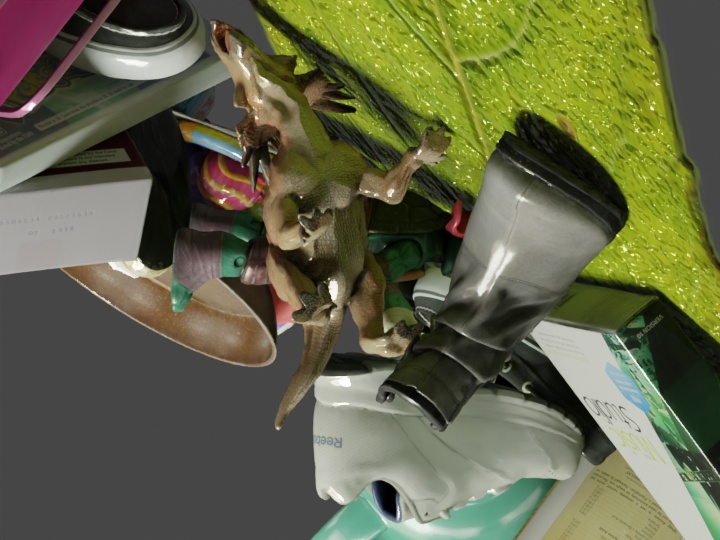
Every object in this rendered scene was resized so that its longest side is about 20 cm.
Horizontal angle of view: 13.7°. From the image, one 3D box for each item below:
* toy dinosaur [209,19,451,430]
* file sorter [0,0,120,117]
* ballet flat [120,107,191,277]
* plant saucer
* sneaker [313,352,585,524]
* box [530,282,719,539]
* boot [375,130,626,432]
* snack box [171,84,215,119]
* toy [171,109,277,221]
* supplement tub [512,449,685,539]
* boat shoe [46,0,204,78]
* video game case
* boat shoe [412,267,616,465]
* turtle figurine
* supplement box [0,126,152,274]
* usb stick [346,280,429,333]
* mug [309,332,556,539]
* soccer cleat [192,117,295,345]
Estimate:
[{"bbox_3d":[-0.025,-0.026,1.555,0.086,0.201,0.135,-5,-163,-27],"label":"toy dinosaur"},{"bbox_3d":[-0.208,-0.184,1.464,0.200,0.139,0.125,40,170,-18],"label":"file sorter"},{"bbox_3d":[-0.141,-0.082,1.712,0.066,0.057,0.201,13,-128,-46],"label":"ballet flat"},{"bbox_3d":[-0.129,-0.011,1.813,0.200,0.035,0.200,29,162,10],"label":"plant saucer"},{"bbox_3d":[0.043,0.099,1.662,0.200,0.087,0.074,13,176,-40],"label":"sneaker"},{"bbox_3d":[0.174,0.094,1.588,0.200,0.036,0.144,51,169,-13],"label":"box"},{"bbox_3d":[0.061,0.016,1.436,0.070,0.132,0.200,36,172,13],"label":"boot"},{"bbox_3d":[-0.176,-0.159,1.821,0.200,0.037,0.116,37,172,2],"label":"snack box"},{"bbox_3d":[-0.062,-0.050,1.763,0.200,0.047,0.115,15,168,37],"label":"toy"},{"bbox_3d":[0.154,0.194,1.785,0.144,0.200,0.144,37,172,6],"label":"supplement tub"},{"bbox_3d":[-0.169,-0.167,1.603,0.200,0.069,0.057,30,147,23],"label":"boat shoe"},{"bbox_3d":[-0.193,-0.127,1.632,0.182,0.200,0.023,34,131,24],"label":"video game case"},{"bbox_3d":[0.091,0.055,1.793,0.200,0.057,0.069,29,168,46],"label":"boat shoe"},{"bbox_3d":[0.000,0.000,1.656,0.199,0.101,0.150,6,177,5],"label":"turtle figurine"},{"bbox_3d":[-0.200,-0.083,1.641,0.200,0.109,0.061,59,145,42],"label":"supplement box"},{"bbox_3d":[0.001,0.011,1.857,0.055,0.033,0.200,22,-179,26],"label":"usb stick"},{"bbox_3d":[0.057,0.128,1.901,0.152,0.186,0.114,17,165,5],"label":"mug"},{"bbox_3d":[-0.102,-0.041,1.908,0.200,0.073,0.068,52,-168,20],"label":"soccer cleat"}]
